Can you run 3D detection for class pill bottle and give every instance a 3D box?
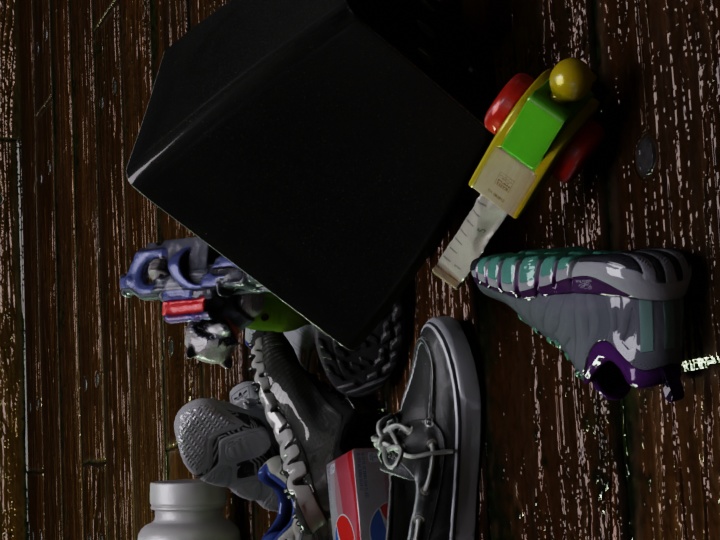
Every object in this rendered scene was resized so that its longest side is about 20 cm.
[{"bbox_3d":[-0.183,0.325,1.736,0.111,0.111,0.200,166,103,-69],"label":"pill bottle"}]

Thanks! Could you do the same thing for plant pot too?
[{"bbox_3d":[-0.014,-0.105,1.102,0.177,0.200,0.200,-41,22,25],"label":"plant pot"}]

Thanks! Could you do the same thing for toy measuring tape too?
[{"bbox_3d":[0.101,-0.065,1.015,0.200,0.074,0.074,117,147,-49],"label":"toy measuring tape"}]

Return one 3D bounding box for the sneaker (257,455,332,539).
[{"bbox_3d":[-0.047,0.254,1.399,0.075,0.088,0.200,145,121,-64],"label":"sneaker"}]

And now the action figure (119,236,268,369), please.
[{"bbox_3d":[-0.088,-0.011,1.314,0.200,0.105,0.194,4,68,42],"label":"action figure"}]

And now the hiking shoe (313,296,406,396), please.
[{"bbox_3d":[0.000,0.000,1.318,0.101,0.076,0.200,-74,-17,-76],"label":"hiking shoe"}]

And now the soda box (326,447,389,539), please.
[{"bbox_3d":[0.022,0.237,1.232,0.063,0.070,0.200,139,128,-63],"label":"soda box"}]

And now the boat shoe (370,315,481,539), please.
[{"bbox_3d":[0.043,0.133,1.179,0.074,0.068,0.199,-161,73,-69],"label":"boat shoe"}]

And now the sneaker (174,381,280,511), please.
[{"bbox_3d":[-0.112,0.136,1.454,0.075,0.200,0.115,-33,52,12],"label":"sneaker"}]

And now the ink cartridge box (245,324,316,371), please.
[{"bbox_3d":[-0.059,-0.005,1.498,0.200,0.041,0.200,-146,58,-66],"label":"ink cartridge box"}]

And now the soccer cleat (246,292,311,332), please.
[{"bbox_3d":[-0.105,0.001,1.445,0.200,0.081,0.068,-135,48,-62],"label":"soccer cleat"}]

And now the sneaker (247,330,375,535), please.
[{"bbox_3d":[-0.035,0.123,1.372,0.066,0.090,0.200,69,-179,-54],"label":"sneaker"}]

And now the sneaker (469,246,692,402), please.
[{"bbox_3d":[0.123,0.031,0.958,0.200,0.074,0.088,-177,82,-69],"label":"sneaker"}]
